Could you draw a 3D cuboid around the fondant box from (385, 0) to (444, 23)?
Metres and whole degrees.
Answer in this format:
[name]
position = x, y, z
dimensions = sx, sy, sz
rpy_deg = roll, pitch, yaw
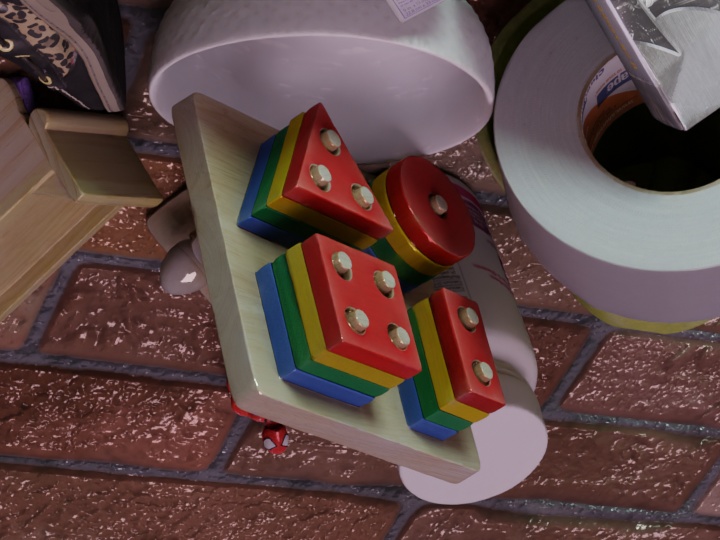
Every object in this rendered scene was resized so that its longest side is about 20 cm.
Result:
[fondant box]
position = -0.010, -0.246, 1.317
dimensions = 0.058, 0.144, 0.200
rpy_deg = -27, 138, 11

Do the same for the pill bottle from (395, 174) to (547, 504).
[pill bottle]
position = 0.047, 0.042, 1.606
dimensions = 0.113, 0.200, 0.113
rpy_deg = -10, 139, -9

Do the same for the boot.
[boot]
position = -0.219, -0.134, 1.417
dimensions = 0.150, 0.073, 0.200
rpy_deg = -9, 163, 9

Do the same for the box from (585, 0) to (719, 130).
[box]
position = 0.207, -0.196, 1.359
dimensions = 0.200, 0.048, 0.158
rpy_deg = -34, 108, -6

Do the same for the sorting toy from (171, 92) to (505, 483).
[sorting toy]
position = 0.000, 0.000, 1.444
dimensions = 0.070, 0.199, 0.200
rpy_deg = -32, 146, 29

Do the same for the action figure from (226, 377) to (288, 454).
[action figure]
position = -0.060, 0.056, 1.704
dimensions = 0.065, 0.052, 0.200
rpy_deg = -14, 141, -11

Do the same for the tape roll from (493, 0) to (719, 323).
[tape roll]
position = 0.178, -0.072, 1.436
dimensions = 0.200, 0.200, 0.066
rpy_deg = -18, 150, 1

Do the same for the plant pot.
[plant pot]
position = 0.179, -0.057, 1.571
dimensions = 0.200, 0.201, 0.184
rpy_deg = -17, 150, 0

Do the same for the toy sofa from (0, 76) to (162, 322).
[toy sofa]
position = -0.226, -0.025, 1.545
dimensions = 0.200, 0.098, 0.083
rpy_deg = -41, 158, 25

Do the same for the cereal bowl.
[cereal bowl]
position = -0.020, -0.132, 1.458
dimensions = 0.200, 0.083, 0.200
rpy_deg = 4, 161, 1

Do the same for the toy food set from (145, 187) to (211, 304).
[toy food set]
position = -0.067, 0.025, 1.530
dimensions = 0.060, 0.200, 0.144
rpy_deg = -40, 102, -5
